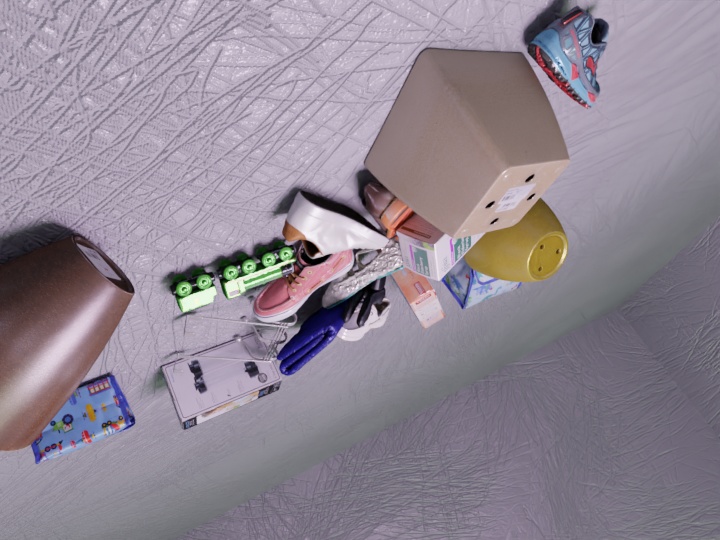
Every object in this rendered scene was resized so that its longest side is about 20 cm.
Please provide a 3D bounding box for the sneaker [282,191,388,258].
[{"bbox_3d":[-0.041,-0.056,0.852,0.200,0.073,0.085,17,112,-46],"label":"sneaker"}]

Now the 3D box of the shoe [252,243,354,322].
[{"bbox_3d":[-0.103,0.005,0.922,0.200,0.072,0.091,-34,155,-6],"label":"shoe"}]

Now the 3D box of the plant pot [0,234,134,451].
[{"bbox_3d":[-0.364,0.060,0.622,0.200,0.187,0.187,-44,157,-5],"label":"plant pot"}]

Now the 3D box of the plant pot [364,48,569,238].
[{"bbox_3d":[0.158,-0.159,0.763,0.199,0.178,0.200,-13,152,-34],"label":"plant pot"}]

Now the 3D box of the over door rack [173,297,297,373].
[{"bbox_3d":[-0.230,0.115,1.000,0.199,0.067,0.148,-2,144,-27],"label":"over door rack"}]

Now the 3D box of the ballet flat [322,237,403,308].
[{"bbox_3d":[0.000,0.000,1.028,0.199,0.072,0.072,-30,158,22],"label":"ballet flat"}]

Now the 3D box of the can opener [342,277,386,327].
[{"bbox_3d":[0.004,0.054,1.069,0.200,0.063,0.079,-52,146,-61],"label":"can opener"}]

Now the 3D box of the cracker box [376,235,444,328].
[{"bbox_3d":[0.105,0.028,1.120,0.058,0.134,0.200,-32,157,3],"label":"cracker box"}]

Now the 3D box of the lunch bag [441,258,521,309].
[{"bbox_3d":[0.296,-0.026,1.263,0.169,0.128,0.201,-18,141,-21],"label":"lunch bag"}]

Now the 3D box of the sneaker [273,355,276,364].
[{"bbox_3d":[-0.259,0.233,1.147,0.199,0.096,0.079,-17,154,-27],"label":"sneaker"}]

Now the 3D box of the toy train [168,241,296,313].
[{"bbox_3d":[-0.187,0.010,0.840,0.199,0.042,0.057,-20,119,-22],"label":"toy train"}]

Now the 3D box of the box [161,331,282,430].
[{"bbox_3d":[-0.267,0.209,1.071,0.199,0.117,0.060,-20,157,-26],"label":"box"}]

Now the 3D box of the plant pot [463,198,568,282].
[{"bbox_3d":[0.322,-0.055,1.098,0.199,0.142,0.201,-14,122,-23],"label":"plant pot"}]

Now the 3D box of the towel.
[{"bbox_3d":[-0.084,0.111,1.073,0.148,0.050,0.200,-43,-175,18],"label":"towel"}]

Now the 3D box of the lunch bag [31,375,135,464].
[{"bbox_3d":[-0.494,0.276,0.998,0.150,0.094,0.200,-21,167,-23],"label":"lunch bag"}]

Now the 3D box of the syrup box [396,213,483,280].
[{"bbox_3d":[0.153,-0.080,0.926,0.200,0.081,0.079,-43,138,-30],"label":"syrup box"}]

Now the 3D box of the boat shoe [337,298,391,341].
[{"bbox_3d":[0.004,0.097,1.222,0.200,0.071,0.069,-20,145,-59],"label":"boat shoe"}]

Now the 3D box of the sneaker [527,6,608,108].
[{"bbox_3d":[0.316,-0.298,0.779,0.096,0.079,0.200,-47,154,23],"label":"sneaker"}]

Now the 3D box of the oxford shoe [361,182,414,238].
[{"bbox_3d":[0.045,-0.104,0.891,0.071,0.073,0.200,-48,173,0],"label":"oxford shoe"}]
